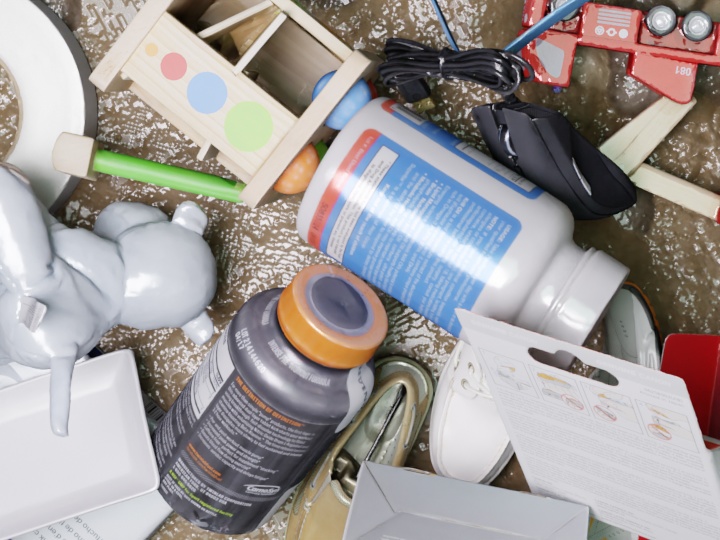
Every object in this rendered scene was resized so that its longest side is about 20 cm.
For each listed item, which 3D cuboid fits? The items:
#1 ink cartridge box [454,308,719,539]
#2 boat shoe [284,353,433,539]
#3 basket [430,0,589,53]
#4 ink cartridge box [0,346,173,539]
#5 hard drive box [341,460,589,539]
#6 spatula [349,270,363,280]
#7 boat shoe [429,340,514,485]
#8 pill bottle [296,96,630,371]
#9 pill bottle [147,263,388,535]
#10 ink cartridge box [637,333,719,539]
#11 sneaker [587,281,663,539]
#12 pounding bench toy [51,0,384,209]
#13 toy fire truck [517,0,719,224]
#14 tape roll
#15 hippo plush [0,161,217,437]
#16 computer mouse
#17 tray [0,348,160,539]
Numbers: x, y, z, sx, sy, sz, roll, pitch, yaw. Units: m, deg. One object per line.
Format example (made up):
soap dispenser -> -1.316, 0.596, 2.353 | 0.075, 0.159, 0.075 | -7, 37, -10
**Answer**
ink cartridge box -> 0.159, 0.093, 0.987 | 0.162, 0.057, 0.200 | 17, 143, 37
boat shoe -> -0.009, 0.156, 1.140 | 0.072, 0.076, 0.200 | 20, 100, 2
basket -> 0.100, -0.255, 1.045 | 0.176, 0.139, 0.200 | -30, 72, 10
ink cartridge box -> -0.244, 0.147, 1.184 | 0.200, 0.041, 0.200 | 43, 99, 1
hard drive box -> 0.059, 0.235, 1.091 | 0.156, 0.077, 0.200 | 12, 132, 4
spatula -> 0.000, 0.000, 1.150 | 0.056, 0.021, 0.200 | 31, 96, -10
boat shoe -> 0.096, 0.064, 1.122 | 0.071, 0.069, 0.200 | 19, 98, 4
pill bottle -> 0.068, -0.018, 1.041 | 0.200, 0.112, 0.112 | 33, 99, 10
pill bottle -> -0.059, 0.084, 1.085 | 0.106, 0.106, 0.200 | 38, 127, 1
ink cartridge box -> 0.284, 0.147, 1.070 | 0.175, 0.084, 0.200 | 3, 98, -20
sneaker -> 0.168, 0.108, 1.120 | 0.092, 0.076, 0.200 | -2, 94, 12
pounding bench toy -> -0.095, -0.102, 1.098 | 0.156, 0.124, 0.200 | 40, 99, 1
toy fire truck -> 0.201, -0.110, 1.102 | 0.200, 0.049, 0.141 | 9, 97, 5
tape roll -> -0.292, -0.115, 1.164 | 0.202, 0.037, 0.203 | 1, 97, 7
hippo plush -> -0.181, -0.011, 1.086 | 0.161, 0.200, 0.160 | -18, 111, -27
computer mouse -> 0.091, -0.086, 1.076 | 0.140, 0.200, 0.046 | 17, 74, 42
tray -> -0.239, 0.135, 1.136 | 0.200, 0.022, 0.108 | -19, 69, 10
